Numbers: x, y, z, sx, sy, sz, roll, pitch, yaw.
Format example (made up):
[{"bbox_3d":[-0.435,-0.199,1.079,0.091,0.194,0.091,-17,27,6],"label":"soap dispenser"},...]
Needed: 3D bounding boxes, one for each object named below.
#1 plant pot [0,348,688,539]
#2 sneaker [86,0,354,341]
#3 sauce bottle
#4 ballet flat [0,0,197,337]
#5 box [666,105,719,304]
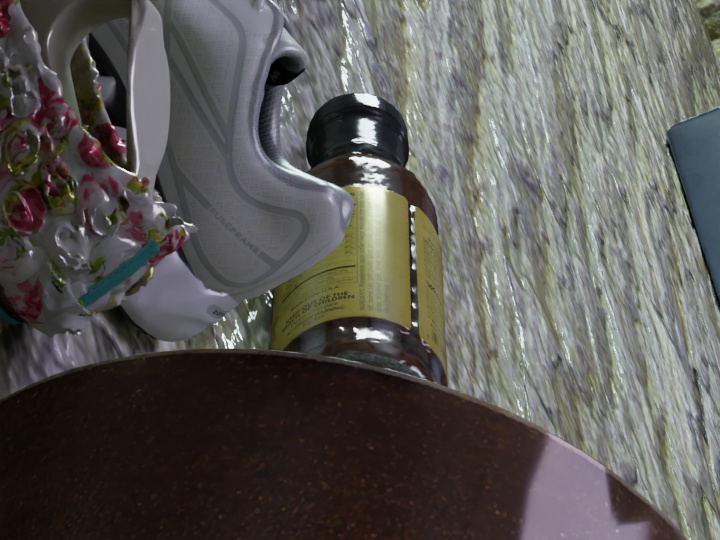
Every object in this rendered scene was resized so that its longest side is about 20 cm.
[{"bbox_3d":[-0.028,0.151,0.545,0.187,0.187,0.200,60,30,-35],"label":"plant pot"},{"bbox_3d":[-0.064,-0.082,0.918,0.200,0.081,0.075,68,15,4],"label":"sneaker"},{"bbox_3d":[0.000,0.000,1.081,0.200,0.065,0.065,-87,153,-58],"label":"sauce bottle"},{"bbox_3d":[-0.089,-0.075,0.836,0.076,0.064,0.200,41,30,-63],"label":"ballet flat"},{"bbox_3d":[0.359,-0.019,2.447,0.197,0.124,0.200,42,30,-59],"label":"box"}]
